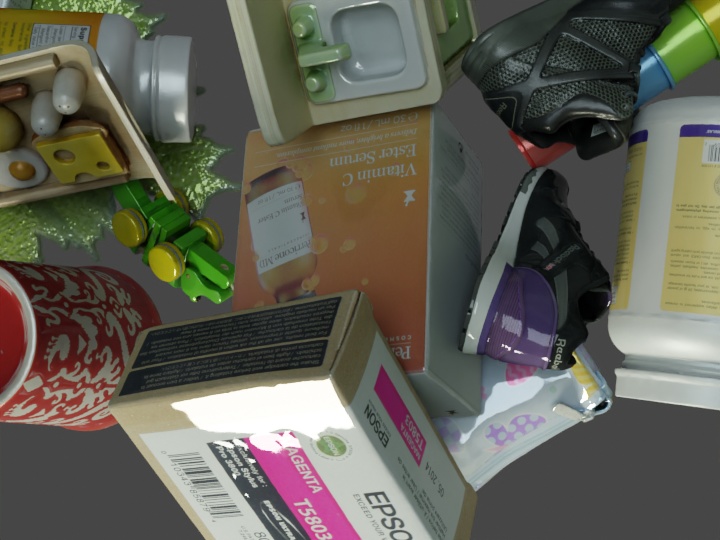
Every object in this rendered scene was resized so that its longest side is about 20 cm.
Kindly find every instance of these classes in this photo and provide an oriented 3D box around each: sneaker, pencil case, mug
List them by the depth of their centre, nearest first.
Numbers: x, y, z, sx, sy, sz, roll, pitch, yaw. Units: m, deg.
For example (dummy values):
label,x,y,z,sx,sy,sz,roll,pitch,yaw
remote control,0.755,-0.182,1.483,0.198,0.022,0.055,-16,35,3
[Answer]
label,x,y,z,sx,sy,sz,roll,pitch,yaw
sneaker,0.179,-0.148,0.865,0.199,0.076,0.115,-30,80,-12
sneaker,0.134,0.003,0.875,0.087,0.200,0.076,17,130,10
pencil case,0.085,0.113,0.912,0.199,0.083,0.091,-35,66,7
mug,-0.263,0.052,0.932,0.176,0.200,0.135,7,87,12

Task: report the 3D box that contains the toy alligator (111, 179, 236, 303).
label,x,y,z,sx,sy,sz,roll,pitch,yaw
toy alligator,-0.134,-0.004,0.988,0.200,0.059,0.054,41,134,13

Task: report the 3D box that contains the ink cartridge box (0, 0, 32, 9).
label,x,y,z,sx,sy,sz,roll,pitch,yaw
ink cartridge box,-0.385,-0.201,1.064,0.198,0.044,0.175,11,86,13

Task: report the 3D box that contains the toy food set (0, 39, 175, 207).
label,x,y,z,sx,sy,sz,roll,pitch,yaw
toy food set,-0.251,-0.082,0.919,0.198,0.144,0.061,-9,52,12

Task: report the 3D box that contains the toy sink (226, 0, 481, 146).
label,x,y,z,sx,sy,sz,roll,pitch,yaw
toy sink,0.006,-0.180,0.863,0.111,0.200,0.131,-7,108,24

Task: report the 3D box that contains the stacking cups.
label,x,y,z,sx,sy,sz,roll,pitch,yaw
stacking cups,0.198,-0.148,0.925,0.199,0.060,0.061,-32,79,8

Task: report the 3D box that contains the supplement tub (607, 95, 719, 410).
label,x,y,z,sx,sy,sz,roll,pitch,yaw
supplement tub,0.246,-0.006,0.857,0.144,0.145,0.202,7,86,12

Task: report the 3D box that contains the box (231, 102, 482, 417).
label,x,y,z,sx,sy,sz,roll,pitch,yaw
box,0.000,0.000,0.890,0.151,0.106,0.202,-8,65,23

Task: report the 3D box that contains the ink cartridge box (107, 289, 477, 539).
label,x,y,z,sx,sy,sz,roll,pitch,yaw
ink cartridge box,-0.039,0.118,0.804,0.164,0.075,0.201,-11,127,27

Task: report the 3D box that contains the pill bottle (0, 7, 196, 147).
label,x,y,z,sx,sy,sz,roll,pitch,yaw
pill bottle,-0.230,-0.146,0.980,0.198,0.111,0.112,2,85,-3
